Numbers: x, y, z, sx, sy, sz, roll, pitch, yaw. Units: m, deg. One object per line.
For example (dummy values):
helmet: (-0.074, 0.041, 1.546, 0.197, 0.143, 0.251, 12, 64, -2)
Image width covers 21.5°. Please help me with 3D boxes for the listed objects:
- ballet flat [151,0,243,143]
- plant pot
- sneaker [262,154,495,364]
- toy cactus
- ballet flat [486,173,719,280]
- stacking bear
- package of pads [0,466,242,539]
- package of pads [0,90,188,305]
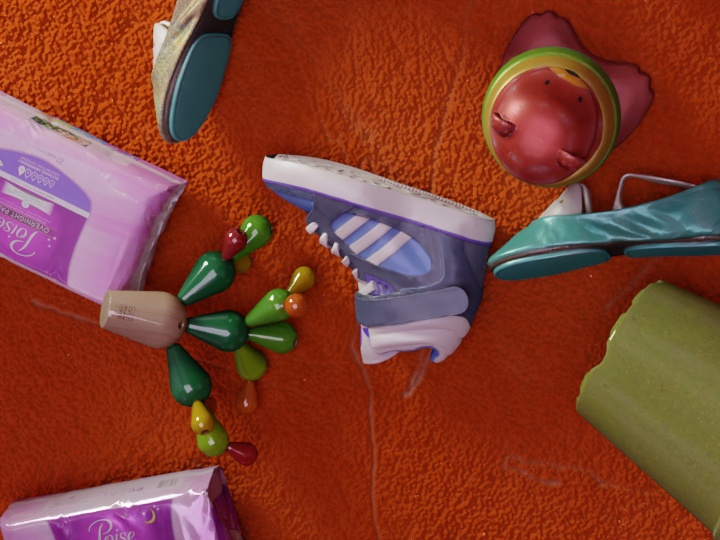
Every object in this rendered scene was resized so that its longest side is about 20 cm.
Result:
ballet flat: (-0.131, -0.203, 1.515, 0.070, 0.071, 0.201, 23, 105, 6)
plant pot: (0.274, 0.105, 1.446, 0.189, 0.200, 0.201, 33, 106, 17)
sneaker: (0.000, 0.000, 1.516, 0.199, 0.081, 0.147, 17, 100, 1)
toy cactus: (-0.126, 0.051, 1.527, 0.164, 0.102, 0.201, 11, 100, -20)
ballet flat: (0.196, -0.038, 1.487, 0.199, 0.067, 0.071, -7, 76, 12)
stacking bear: (0.142, -0.114, 1.404, 0.121, 0.200, 0.114, 33, 105, 3)
package of pads: (-0.198, 0.240, 1.598, 0.199, 0.076, 0.121, -11, 100, 13)
package of pads: (-0.254, -0.058, 1.556, 0.199, 0.076, 0.121, 25, 103, 5)
